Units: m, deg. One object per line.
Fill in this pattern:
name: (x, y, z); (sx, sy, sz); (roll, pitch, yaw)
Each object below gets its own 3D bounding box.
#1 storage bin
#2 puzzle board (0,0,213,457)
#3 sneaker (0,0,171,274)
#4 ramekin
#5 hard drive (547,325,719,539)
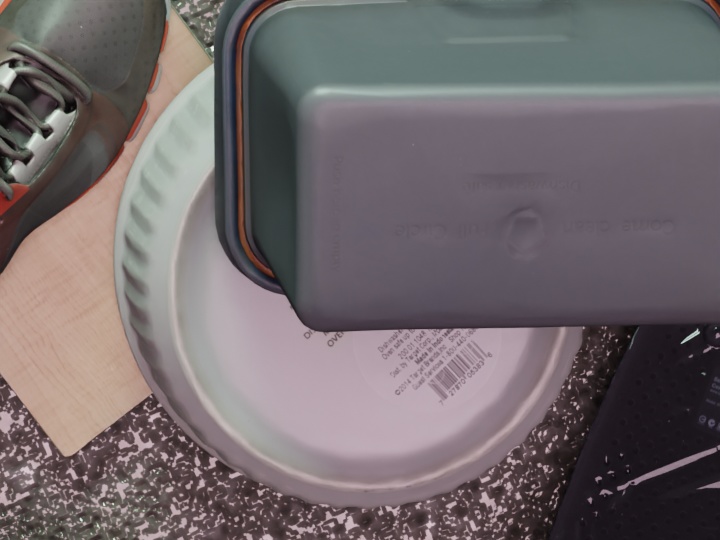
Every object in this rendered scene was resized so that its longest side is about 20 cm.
storage bin: (0.051, -0.046, 0.836); (0.198, 0.134, 0.147); (-1, 105, -6)
puzzle board: (-0.124, -0.046, 1.015); (0.150, 0.017, 0.201); (-37, 96, -2)
sneaker: (-0.141, -0.046, 0.963); (0.077, 0.082, 0.201); (33, 90, -6)
ramekin: (0.000, 0.000, 0.966); (0.198, 0.105, 0.202); (-1, 97, -6)
hard drive: (0.151, 0.109, 1.006); (0.134, 0.042, 0.201); (21, 74, 9)
